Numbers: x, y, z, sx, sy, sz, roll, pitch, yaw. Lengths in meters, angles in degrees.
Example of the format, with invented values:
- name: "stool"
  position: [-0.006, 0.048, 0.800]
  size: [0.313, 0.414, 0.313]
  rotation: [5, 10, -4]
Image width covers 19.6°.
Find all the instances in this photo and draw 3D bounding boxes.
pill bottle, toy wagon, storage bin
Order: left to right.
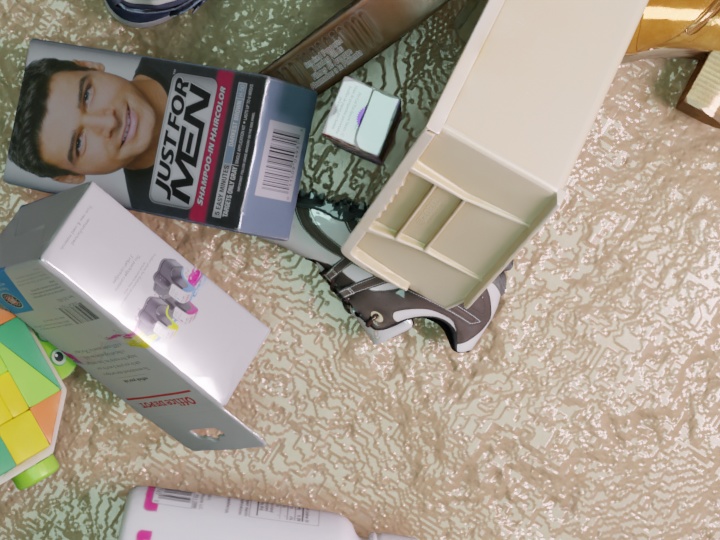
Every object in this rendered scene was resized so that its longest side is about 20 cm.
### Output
- name: "toy wagon"
  position: [-0.257, 0.076, 1.381]
  size: [0.200, 0.040, 0.155]
  rotation: [-31, 93, -37]
- name: "pill bottle"
  position: [-0.065, 0.214, 1.409]
  size: [0.200, 0.113, 0.113]
  rotation: [8, 92, -2]
- name: "storage bin"
  position: [0.087, -0.102, 1.323]
  size: [0.094, 0.199, 0.200]
  rotation: [28, 62, -5]

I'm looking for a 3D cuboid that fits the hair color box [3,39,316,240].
- name: "hair color box"
  position: [-0.133, -0.087, 1.369]
  size: [0.200, 0.061, 0.099]
  rotation: [12, 91, 33]

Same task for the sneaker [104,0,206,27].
- name: "sneaker"
  position: [-0.087, -0.235, 1.376]
  size: [0.202, 0.146, 0.077]
  rotation: [-39, 91, -1]

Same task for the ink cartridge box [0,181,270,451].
- name: "ink cartridge box"
  position: [-0.143, 0.035, 1.378]
  size: [0.200, 0.115, 0.068]
  rotation: [41, 64, -22]

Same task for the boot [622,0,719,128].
- name: "boot"
  position: [0.204, -0.203, 1.430]
  size: [0.201, 0.071, 0.144]
  rotation: [29, 85, -6]

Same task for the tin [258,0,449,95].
- name: "tin"
  position: [0.009, -0.163, 1.363]
  size: [0.112, 0.200, 0.042]
  rotation: [-37, 96, -40]

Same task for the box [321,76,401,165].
- name: "box"
  position: [0.003, -0.095, 1.355]
  size: [0.039, 0.200, 0.041]
  rotation: [23, 91, 1]

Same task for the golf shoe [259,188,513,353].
- name: "golf shoe"
  position: [0.000, 0.000, 1.421]
  size: [0.200, 0.078, 0.095]
  rotation: [15, 92, -1]
